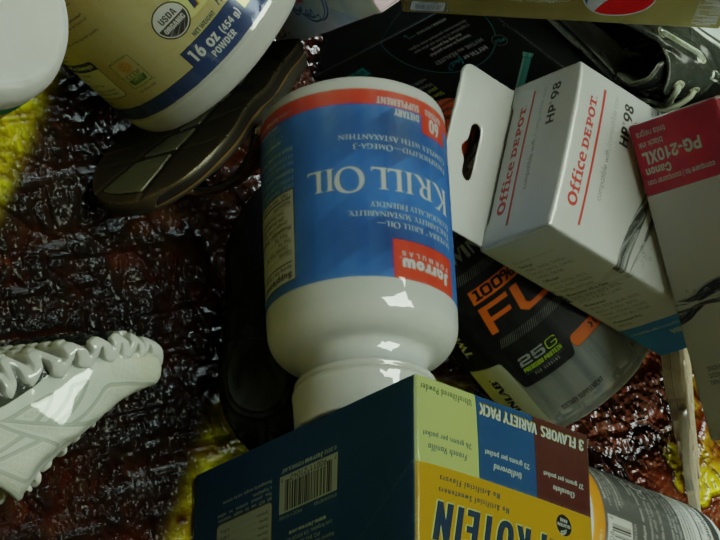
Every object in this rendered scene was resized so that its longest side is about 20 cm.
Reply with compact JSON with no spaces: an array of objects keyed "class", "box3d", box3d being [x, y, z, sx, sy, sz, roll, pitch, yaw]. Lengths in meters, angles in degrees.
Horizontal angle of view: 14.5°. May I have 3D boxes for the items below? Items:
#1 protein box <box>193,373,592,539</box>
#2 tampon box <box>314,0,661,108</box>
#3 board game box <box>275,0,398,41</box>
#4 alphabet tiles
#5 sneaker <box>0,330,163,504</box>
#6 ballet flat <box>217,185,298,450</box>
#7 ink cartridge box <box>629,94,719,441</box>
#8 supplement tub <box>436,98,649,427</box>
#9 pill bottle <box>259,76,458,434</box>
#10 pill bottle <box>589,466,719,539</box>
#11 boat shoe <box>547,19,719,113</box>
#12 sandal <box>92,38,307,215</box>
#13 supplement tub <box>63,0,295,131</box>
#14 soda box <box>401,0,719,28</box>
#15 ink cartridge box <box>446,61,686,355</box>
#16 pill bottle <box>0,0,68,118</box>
[{"class":"protein box","box3d":[0.016,0.195,1.558,0.134,0.198,0.201,20,57,-36]},{"class":"tampon box","box3d":[0.097,-0.149,1.849,0.200,0.150,0.127,34,51,-31]},{"class":"board game box","box3d":[-0.058,-0.237,1.702,0.043,0.199,0.201,-36,99,-15]},{"class":"alphabet tiles","box3d":[0.211,0.064,1.879,0.200,0.015,0.197,66,21,-65]},{"class":"sneaker","box3d":[-0.184,0.080,1.515,0.199,0.075,0.082,-16,96,-46]},{"class":"ballet flat","box3d":[-0.053,0.021,1.697,0.066,0.057,0.201,8,54,4]},{"class":"ink cartridge box","box3d":[0.261,-0.009,1.708,0.144,0.084,0.201,-12,87,-40]},{"class":"supplement tub","box3d":[0.086,-0.004,1.788,0.200,0.122,0.123,48,44,-17]},{"class":"pill bottle","box3d":[0.000,0.000,1.622,0.112,0.112,0.201,18,58,-40]},{"class":"pill bottle","box3d":[0.162,0.192,1.776,0.199,0.116,0.117,23,55,-38]},{"class":"boat shoe","box3d":[0.186,-0.131,1.775,0.200,0.071,0.064,35,50,-19]},{"class":"sandal","box3d":[-0.088,-0.079,1.695,0.200,0.081,0.055,-52,131,-53]},{"class":"supplement tub","box3d":[-0.147,-0.193,1.622,0.200,0.144,0.145,41,46,-24]},{"class":"soda box","box3d":[0.125,-0.194,1.692,0.199,0.064,0.068,3,63,-7]},{"class":"ink cartridge box","box3d":[0.145,-0.044,1.723,0.199,0.067,0.116,29,61,-31]},{"class":"pill bottle","box3d":[-0.249,-0.101,1.428,0.112,0.200,0.113,23,55,-38]}]
